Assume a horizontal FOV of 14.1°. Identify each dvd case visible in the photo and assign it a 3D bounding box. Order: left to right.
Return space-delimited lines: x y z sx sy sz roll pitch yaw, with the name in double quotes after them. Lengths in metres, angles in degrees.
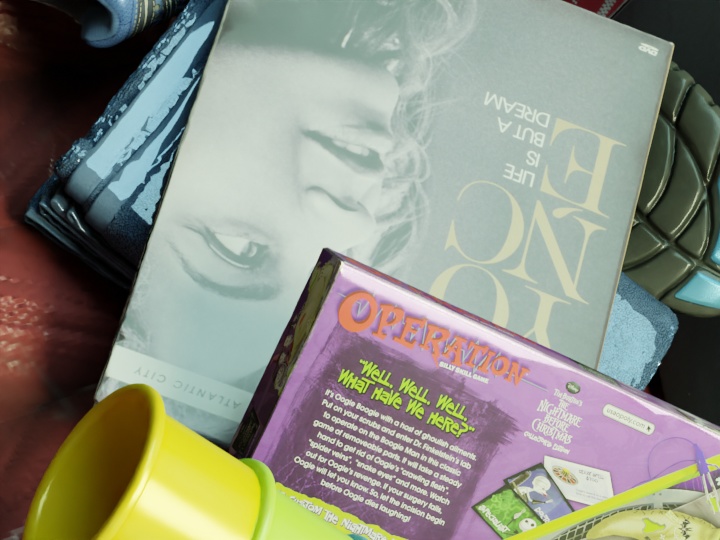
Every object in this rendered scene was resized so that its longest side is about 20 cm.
0.012 -0.017 0.928 0.148 0.016 0.200 20 60 -7 "dvd case"

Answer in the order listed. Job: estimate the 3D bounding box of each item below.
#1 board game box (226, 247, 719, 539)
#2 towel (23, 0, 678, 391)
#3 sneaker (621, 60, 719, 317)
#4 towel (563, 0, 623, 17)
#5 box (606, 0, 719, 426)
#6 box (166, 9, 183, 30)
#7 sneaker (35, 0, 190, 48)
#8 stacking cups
0.052 0.087 0.866 0.200 0.120 0.032 25 7 -18 "board game box"
0.000 0.000 0.953 0.200 0.049 0.112 36 60 3 "towel"
0.074 -0.050 1.047 0.200 0.073 0.082 44 -6 29 "sneaker"
0.069 -0.112 1.196 0.200 0.023 0.145 35 36 0 "towel"
0.200 -0.018 1.105 0.182 0.104 0.200 15 49 -31 "box"
0.011 -0.026 1.027 0.200 0.039 0.041 45 36 12 "box"
-0.136 -0.142 0.993 0.200 0.077 0.085 30 50 16 "sneaker"
0.004 0.103 0.809 0.200 0.060 0.061 32 33 -23 "stacking cups"
